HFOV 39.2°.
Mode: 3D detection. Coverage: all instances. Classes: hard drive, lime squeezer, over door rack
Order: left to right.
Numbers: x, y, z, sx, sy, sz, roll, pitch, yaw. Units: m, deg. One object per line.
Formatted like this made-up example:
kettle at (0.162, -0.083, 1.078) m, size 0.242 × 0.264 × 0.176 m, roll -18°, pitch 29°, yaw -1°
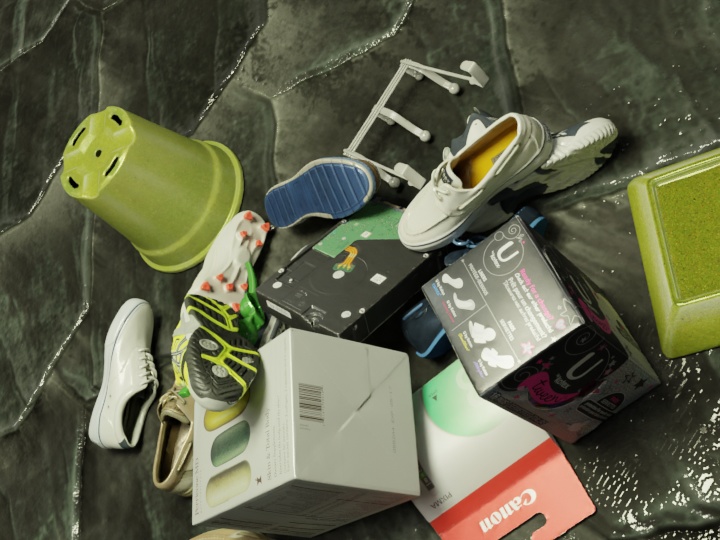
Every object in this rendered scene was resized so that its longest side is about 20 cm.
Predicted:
lime squeezer at (-0.135, 0.060, 1.139) m, size 0.071 × 0.038 × 0.200 m, roll -30°, pitch 29°, yaw 44°
hard drive at (0.000, 0.000, 1.129) m, size 0.139 × 0.038 × 0.200 m, roll 24°, pitch 53°, yaw 38°
over door rack at (0.067, -0.169, 1.181) m, size 0.148 × 0.067 × 0.200 m, roll -58°, pitch 25°, yaw 0°

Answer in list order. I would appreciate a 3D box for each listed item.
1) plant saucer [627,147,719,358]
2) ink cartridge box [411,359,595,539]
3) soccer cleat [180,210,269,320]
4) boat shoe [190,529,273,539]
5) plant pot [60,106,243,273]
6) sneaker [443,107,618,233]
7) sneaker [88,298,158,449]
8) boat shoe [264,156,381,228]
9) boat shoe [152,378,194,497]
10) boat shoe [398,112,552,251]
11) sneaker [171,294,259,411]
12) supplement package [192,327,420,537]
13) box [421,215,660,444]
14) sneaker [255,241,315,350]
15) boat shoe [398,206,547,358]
plant saucer at (0.353, -0.040, 0.947) m, size 0.199 × 0.048 × 0.201 m, roll -20°, pitch 59°, yaw 28°
ink cartridge box at (0.116, 0.194, 1.016) m, size 0.161 × 0.050 × 0.200 m, roll -39°, pitch 50°, yaw 16°
soccer cleat at (-0.175, 0.010, 1.281) m, size 0.078 × 0.069 × 0.200 m, roll -29°, pitch 31°, yaw 50°
boat shoe at (-0.130, 0.322, 1.115) m, size 0.199 × 0.065 × 0.072 m, roll -1°, pitch 69°, yaw 36°
plant pot at (-0.291, -0.121, 1.362) m, size 0.200 × 0.184 × 0.201 m, roll -15°, pitch 62°, yaw 30°
sneaker at (0.172, -0.141, 1.102) m, size 0.199 × 0.079 × 0.130 m, roll -34°, pitch 62°, yaw 32°
sneaker at (-0.296, 0.138, 1.333) m, size 0.071 × 0.073 × 0.201 m, roll 6°, pitch 83°, yaw 28°
boat shoe at (-0.036, -0.102, 1.215) m, size 0.200 × 0.072 × 0.072 m, roll -8°, pitch 104°, yaw 51°
boat shoe at (-0.214, 0.175, 1.251) m, size 0.072 × 0.065 × 0.201 m, roll -6°, pitch 67°, yaw 34°
boat shoe at (0.104, -0.093, 1.050) m, size 0.200 × 0.070 × 0.071 m, roll -36°, pitch 58°, yaw 28°
sneaker at (-0.151, 0.096, 1.021) m, size 0.200 × 0.075 × 0.077 m, roll -117°, pitch 47°, yaw -67°
supplement package at (-0.062, 0.176, 1.046) m, size 0.200 × 0.150 × 0.152 m, roll -34°, pitch 50°, yaw 45°
box at (0.172, 0.061, 0.933) m, size 0.115 × 0.200 × 0.132 m, roll -39°, pitch 53°, yaw 17°
sneaker at (-0.108, 0.060, 1.219) m, size 0.146 × 0.077 × 0.203 m, roll -22°, pitch 35°, yaw 48°
boat shoe at (0.112, 0.003, 1.077) m, size 0.200 × 0.084 × 0.069 m, roll -47°, pitch 64°, yaw 7°
